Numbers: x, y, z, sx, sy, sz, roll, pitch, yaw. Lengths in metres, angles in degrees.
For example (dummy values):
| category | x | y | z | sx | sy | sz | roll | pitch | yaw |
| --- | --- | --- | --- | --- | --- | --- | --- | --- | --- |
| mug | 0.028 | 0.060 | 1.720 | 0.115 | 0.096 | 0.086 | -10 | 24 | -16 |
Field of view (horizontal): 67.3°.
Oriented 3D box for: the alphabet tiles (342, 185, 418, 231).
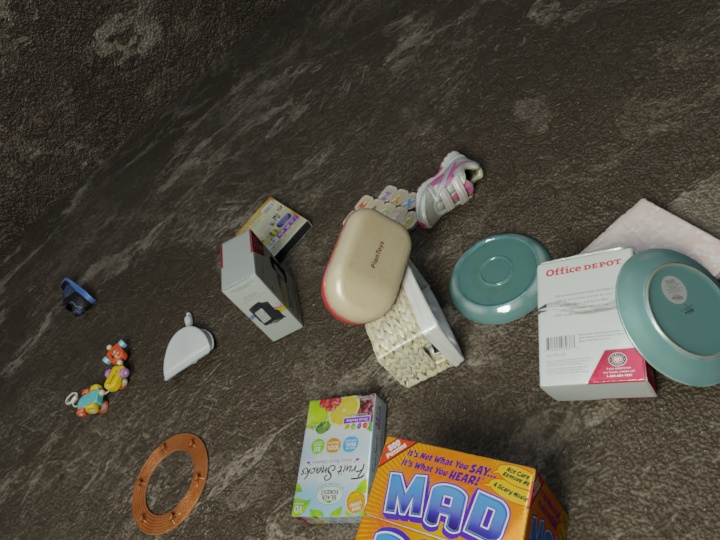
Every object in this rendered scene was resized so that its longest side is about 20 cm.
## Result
| category | x | y | z | sx | sy | sz | roll | pitch | yaw |
| --- | --- | --- | --- | --- | --- | --- | --- | --- | --- |
| alphabet tiles | 0.047 | -0.117 | 1.258 | 0.199 | 0.015 | 0.196 | 26 | 73 | 44 |

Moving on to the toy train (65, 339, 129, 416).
| category | x | y | z | sx | sy | sz | roll | pitch | yaw |
| --- | --- | --- | --- | --- | --- | --- | --- | --- | --- |
| toy train | -0.651 | 0.283 | 1.387 | 0.149 | 0.056 | 0.201 | 19 | 65 | 44 |

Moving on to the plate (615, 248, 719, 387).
| category | x | y | z | sx | sy | sz | roll | pitch | yaw |
| --- | --- | --- | --- | --- | --- | --- | --- | --- | --- |
| plate | 0.444 | 0.056 | 0.741 | 0.197 | 0.026 | 0.203 | 5 | 66 | -11 |

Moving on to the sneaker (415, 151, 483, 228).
| category | x | y | z | sx | sy | sz | roll | pitch | yaw |
| --- | --- | --- | --- | --- | --- | --- | --- | --- | --- |
| sneaker | 0.191 | -0.172 | 1.155 | 0.088 | 0.081 | 0.201 | 19 | 69 | 44 |

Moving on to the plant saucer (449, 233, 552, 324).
| category | x | y | z | sx | sy | sz | roll | pitch | yaw |
| --- | --- | --- | --- | --- | --- | --- | --- | --- | --- |
| plant saucer | 0.255 | 0.006 | 1.005 | 0.198 | 0.027 | 0.202 | -19 | 46 | 21 |

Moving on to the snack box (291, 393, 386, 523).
| category | x | y | z | sx | sy | sz | roll | pitch | yaw |
| --- | --- | --- | --- | --- | --- | --- | --- | --- | --- |
| snack box | -0.032 | 0.319 | 0.927 | 0.141 | 0.053 | 0.202 | -14 | 49 | 26 |

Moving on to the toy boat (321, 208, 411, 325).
| category | x | y | z | sx | sy | sz | roll | pitch | yaw |
| --- | --- | --- | --- | --- | --- | --- | --- | --- | --- |
| toy boat | 0.000 | 0.000 | 0.951 | 0.131 | 0.129 | 0.202 | -38 | 28 | 62 |

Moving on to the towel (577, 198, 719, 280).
| category | x | y | z | sx | sy | sz | roll | pitch | yaw |
| --- | --- | --- | --- | --- | --- | --- | --- | --- | --- |
| towel | 0.455 | -0.005 | 0.871 | 0.200 | 0.032 | 0.191 | -41 | 44 | 1 |

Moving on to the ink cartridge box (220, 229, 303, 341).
| category | x | y | z | sx | sy | sz | roll | pitch | yaw |
| --- | --- | --- | --- | --- | --- | --- | --- | --- | --- |
| ink cartridge box | -0.213 | 0.035 | 1.179 | 0.082 | 0.201 | 0.147 | -26 | 45 | 9 |

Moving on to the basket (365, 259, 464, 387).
| category | x | y | z | sx | sy | sz | roll | pitch | yaw |
| --- | --- | --- | --- | --- | --- | --- | --- | --- | --- |
| basket | 0.081 | 0.090 | 0.978 | 0.123 | 0.136 | 0.201 | -32 | 42 | 11 |

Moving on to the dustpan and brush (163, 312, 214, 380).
| category | x | y | z | sx | sy | sz | roll | pitch | yaw |
| --- | --- | --- | --- | --- | --- | --- | --- | --- | --- |
| dustpan and brush | -0.423 | 0.168 | 1.331 | 0.139 | 0.057 | 0.201 | -32 | 50 | 6 |

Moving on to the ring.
| category | x | y | z | sx | sy | sz | roll | pitch | yaw |
| --- | --- | --- | --- | --- | --- | --- | --- | --- | --- |
| ring | -0.395 | 0.432 | 1.111 | 0.198 | 0.019 | 0.202 | -20 | 46 | 21 |

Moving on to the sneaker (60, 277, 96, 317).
| category | x | y | z | sx | sy | sz | roll | pitch | yaw |
| --- | --- | --- | --- | --- | --- | --- | --- | --- | --- |
| sneaker | -0.917 | 0.085 | 1.717 | 0.199 | 0.070 | 0.078 | 18 | 60 | 41 |

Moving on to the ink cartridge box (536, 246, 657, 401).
| category | x | y | z | sx | sy | sz | roll | pitch | yaw |
| --- | --- | --- | --- | --- | --- | --- | --- | --- | --- |
| ink cartridge box | 0.347 | 0.082 | 0.808 | 0.144 | 0.083 | 0.202 | -13 | 57 | 36 |

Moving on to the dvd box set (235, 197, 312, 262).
| category | x | y | z | sx | sy | sz | roll | pitch | yaw |
| --- | --- | --- | --- | --- | --- | --- | --- | --- | --- |
| dvd box set | -0.232 | -0.105 | 1.427 | 0.147 | 0.029 | 0.199 | -49 | 45 | -9 |

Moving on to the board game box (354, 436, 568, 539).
| category | x | y | z | sx | sy | sz | roll | pitch | yaw |
| --- | --- | --- | --- | --- | --- | --- | --- | --- | --- |
| board game box | 0.127 | 0.357 | 0.678 | 0.198 | 0.200 | 0.202 | 1 | 56 | 34 |
